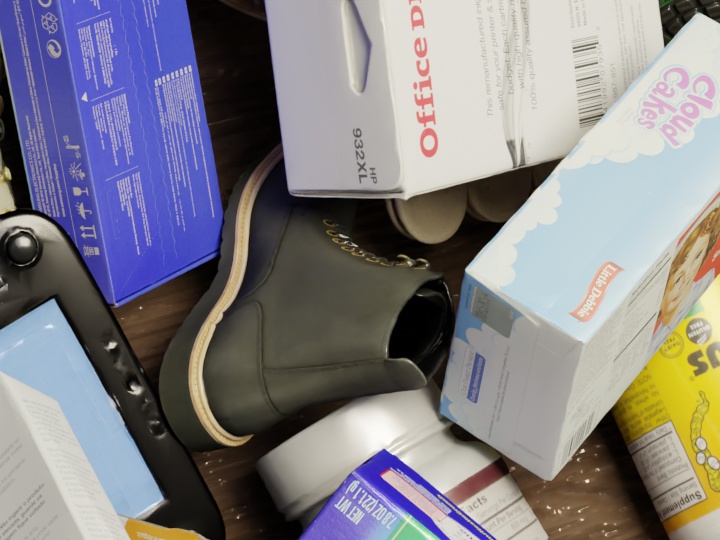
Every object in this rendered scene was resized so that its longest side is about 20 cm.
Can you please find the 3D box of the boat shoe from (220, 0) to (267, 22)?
[{"bbox_3d":[-0.038,-0.154,1.434,0.199,0.072,0.073,23,80,-21],"label":"boat shoe"}]

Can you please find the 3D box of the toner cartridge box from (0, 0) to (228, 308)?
[{"bbox_3d":[-0.121,-0.092,1.325,0.095,0.043,0.201,-29,115,-53],"label":"toner cartridge box"}]

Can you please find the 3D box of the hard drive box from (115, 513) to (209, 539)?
[{"bbox_3d":[-0.106,0.207,1.193,0.077,0.155,0.201,24,79,-50],"label":"hard drive box"}]

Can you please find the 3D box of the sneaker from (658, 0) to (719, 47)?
[{"bbox_3d":[0.176,-0.149,1.495,0.200,0.078,0.086,30,43,-53],"label":"sneaker"}]

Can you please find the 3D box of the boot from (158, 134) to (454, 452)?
[{"bbox_3d":[0.000,0.000,1.337,0.078,0.138,0.201,51,41,-34],"label":"boot"}]

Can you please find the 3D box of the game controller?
[{"bbox_3d":[-0.144,0.075,1.294,0.104,0.042,0.201,-33,103,-23],"label":"game controller"}]

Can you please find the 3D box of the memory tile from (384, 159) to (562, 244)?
[{"bbox_3d":[0.077,-0.104,1.446,0.199,0.017,0.154,-15,100,-42],"label":"memory tile"}]

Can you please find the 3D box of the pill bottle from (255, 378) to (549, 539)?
[{"bbox_3d":[0.039,0.154,1.332,0.114,0.114,0.201,-28,84,-28],"label":"pill bottle"}]

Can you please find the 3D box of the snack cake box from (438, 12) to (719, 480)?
[{"bbox_3d":[0.123,-0.013,1.305,0.067,0.115,0.200,32,56,18],"label":"snack cake box"}]

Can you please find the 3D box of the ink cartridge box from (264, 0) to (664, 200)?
[{"bbox_3d":[0.052,-0.122,1.351,0.199,0.083,0.146,-15,101,-44],"label":"ink cartridge box"}]

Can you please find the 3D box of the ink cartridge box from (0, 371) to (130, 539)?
[{"bbox_3d":[-0.185,0.149,1.191,0.041,0.200,0.200,22,30,-54],"label":"ink cartridge box"}]

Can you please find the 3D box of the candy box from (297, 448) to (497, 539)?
[{"bbox_3d":[0.007,0.211,1.244,0.169,0.077,0.200,38,101,8],"label":"candy box"}]

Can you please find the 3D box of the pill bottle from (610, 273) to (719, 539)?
[{"bbox_3d":[0.192,0.079,1.425,0.112,0.113,0.201,-19,80,-27],"label":"pill bottle"}]

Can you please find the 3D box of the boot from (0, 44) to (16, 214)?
[{"bbox_3d":[-0.181,-0.083,1.348,0.199,0.072,0.155,-15,80,-26],"label":"boot"}]
